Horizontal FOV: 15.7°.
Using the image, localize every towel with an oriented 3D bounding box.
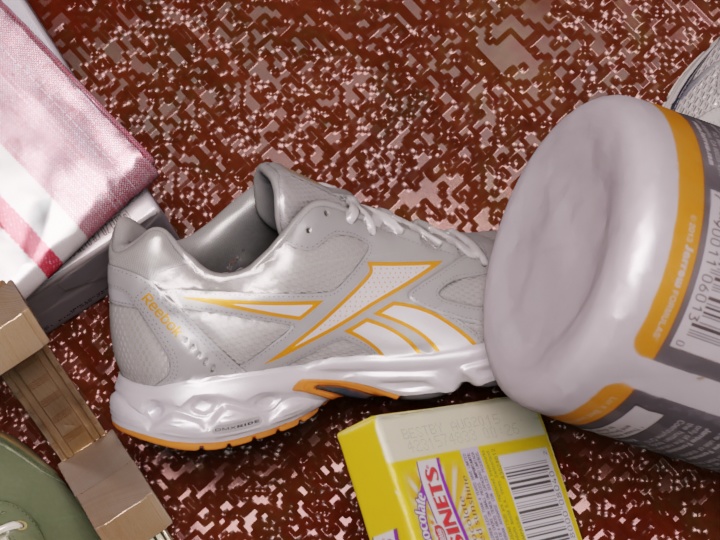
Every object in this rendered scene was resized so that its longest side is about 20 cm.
[{"bbox_3d":[-0.192,-0.019,0.944,0.200,0.023,0.144,-44,84,-5],"label":"towel"}]

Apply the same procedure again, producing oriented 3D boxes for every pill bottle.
[{"bbox_3d":[0.153,0.020,0.934,0.199,0.116,0.117,18,80,-22],"label":"pill bottle"}]

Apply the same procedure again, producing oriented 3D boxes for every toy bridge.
[{"bbox_3d":[-0.092,0.081,0.954,0.027,0.067,0.200,-32,116,-6],"label":"toy bridge"}]

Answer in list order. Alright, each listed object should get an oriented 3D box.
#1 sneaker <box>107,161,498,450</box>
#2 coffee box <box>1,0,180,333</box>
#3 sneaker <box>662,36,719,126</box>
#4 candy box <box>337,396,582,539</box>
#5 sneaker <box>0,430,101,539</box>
[{"bbox_3d":[0.000,0.000,0.961,0.199,0.076,0.092,-14,108,-19],"label":"sneaker"},{"bbox_3d":[-0.171,-0.068,1.004,0.113,0.080,0.200,-33,81,-3],"label":"coffee box"},{"bbox_3d":[0.172,-0.088,0.995,0.077,0.085,0.201,30,83,7],"label":"sneaker"},{"bbox_3d":[0.059,0.146,0.954,0.026,0.102,0.201,-26,76,39],"label":"candy box"},{"bbox_3d":[-0.114,0.135,0.946,0.067,0.090,0.201,-27,69,-3],"label":"sneaker"}]
